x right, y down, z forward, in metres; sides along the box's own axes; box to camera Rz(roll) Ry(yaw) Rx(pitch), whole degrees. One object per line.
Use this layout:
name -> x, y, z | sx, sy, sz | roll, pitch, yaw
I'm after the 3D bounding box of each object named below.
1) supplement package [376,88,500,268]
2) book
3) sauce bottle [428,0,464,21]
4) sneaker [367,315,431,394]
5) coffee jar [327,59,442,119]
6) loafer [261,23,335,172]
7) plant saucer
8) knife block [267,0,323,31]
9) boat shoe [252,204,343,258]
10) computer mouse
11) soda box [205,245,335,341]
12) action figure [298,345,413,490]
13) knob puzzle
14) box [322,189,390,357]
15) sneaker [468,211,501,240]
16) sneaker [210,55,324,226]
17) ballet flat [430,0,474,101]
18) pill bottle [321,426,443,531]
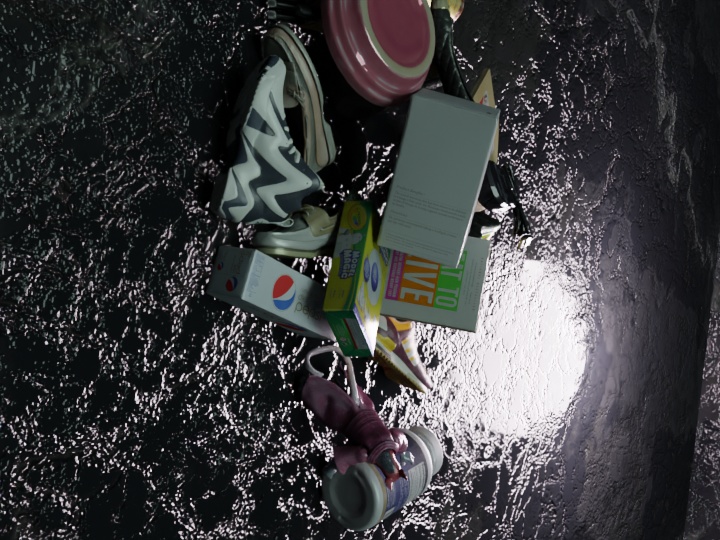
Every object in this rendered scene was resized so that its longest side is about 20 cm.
supplement package -> 0.105, -0.126, 1.196 | 0.117, 0.115, 0.204 | -51, 156, -71
book -> 0.082, 0.006, 1.303 | 0.048, 0.196, 0.137 | 36, 64, -77
sauce bottle -> 0.082, -0.428, 1.341 | 0.198, 0.065, 0.068 | 12, 86, -51
sneaker -> 0.067, 0.118, 1.396 | 0.200, 0.074, 0.091 | 47, 65, -47
coffee jar -> 0.045, -0.279, 1.279 | 0.199, 0.103, 0.087 | -32, 111, -46
loafer -> -0.086, -0.209, 1.147 | 0.063, 0.071, 0.202 | -44, 132, -31
plant saucer -> 0.033, -0.317, 1.157 | 0.198, 0.050, 0.205 | 12, 73, -45
knife block -> -0.039, -0.343, 1.189 | 0.177, 0.063, 0.201 | -60, 138, -27
boat shoe -> -0.077, -0.052, 1.182 | 0.199, 0.073, 0.070 | -7, 101, -63
computer mouse -> 0.219, -0.098, 1.402 | 0.199, 0.045, 0.143 | -16, 88, -70
soda box -> -0.104, 0.032, 1.157 | 0.199, 0.067, 0.065 | 31, 71, -51
action figure -> 0.009, 0.209, 1.227 | 0.132, 0.200, 0.151 | -16, 134, -32
knob puzzle -> 0.174, -0.181, 1.401 | 0.219, 0.030, 0.225 | -28, 121, -61
box -> 0.000, 0.000, 1.205 | 0.118, 0.047, 0.203 | 68, 25, -52
sneaker -> 0.160, -0.044, 1.418 | 0.200, 0.077, 0.092 | -35, 149, -60
sneaker -> -0.095, -0.146, 1.093 | 0.128, 0.079, 0.203 | 18, 81, -26
ballet flat -> 0.134, -0.287, 1.250 | 0.066, 0.056, 0.204 | -36, 113, -71
pill bottle -> 0.040, 0.304, 1.360 | 0.198, 0.109, 0.114 | -15, 107, -52
